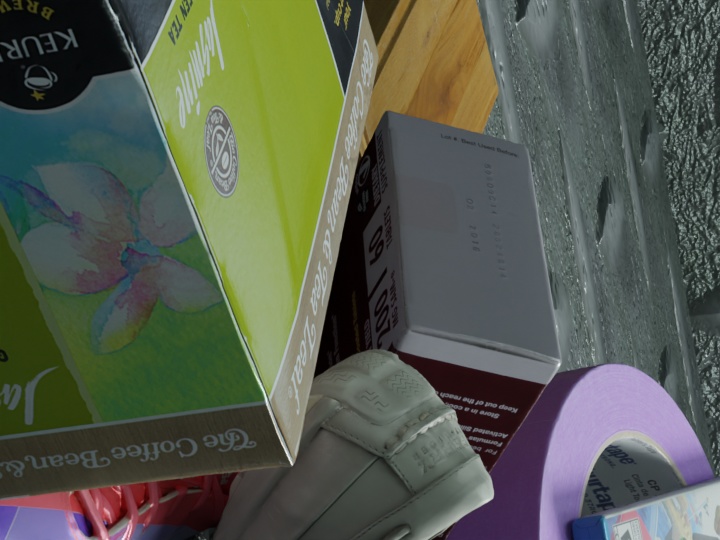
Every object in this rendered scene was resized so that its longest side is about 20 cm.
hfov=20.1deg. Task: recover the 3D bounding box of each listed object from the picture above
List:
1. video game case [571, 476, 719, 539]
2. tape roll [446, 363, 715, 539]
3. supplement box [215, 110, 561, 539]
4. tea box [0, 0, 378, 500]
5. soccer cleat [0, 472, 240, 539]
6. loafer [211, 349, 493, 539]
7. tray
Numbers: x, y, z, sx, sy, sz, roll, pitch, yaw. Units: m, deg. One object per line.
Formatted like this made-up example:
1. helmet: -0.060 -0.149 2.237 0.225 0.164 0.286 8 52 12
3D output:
1. video game case: 0.161 0.170 0.923 0.199 0.018 0.145 -3 81 -57
2. tape roll: 0.104 0.147 0.922 0.200 0.065 0.202 25 59 -50
3. supplement box: 0.003 0.052 0.755 0.109 0.060 0.201 -94 -157 -45
4. tea box: -0.089 -0.074 0.562 0.201 0.132 0.198 -79 155 -51
5. soccer cleat: -0.077 0.067 0.642 0.200 0.076 0.067 -26 107 -75
6. loafer: -0.023 0.113 0.656 0.070 0.070 0.201 -28 155 -47
7. tray: 0.017 -0.072 0.865 0.201 0.037 0.099 -65 144 -54
